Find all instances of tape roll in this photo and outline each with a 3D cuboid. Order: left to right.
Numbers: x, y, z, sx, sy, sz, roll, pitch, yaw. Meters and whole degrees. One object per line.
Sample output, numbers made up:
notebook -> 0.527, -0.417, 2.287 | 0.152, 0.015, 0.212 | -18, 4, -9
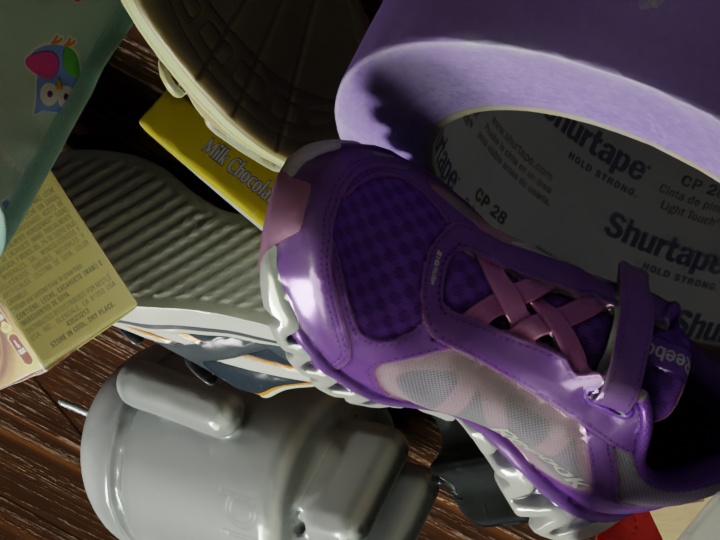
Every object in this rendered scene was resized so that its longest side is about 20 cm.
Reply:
tape roll -> 0.098, -0.045, 0.802 | 0.200, 0.085, 0.200 | 24, 160, 9

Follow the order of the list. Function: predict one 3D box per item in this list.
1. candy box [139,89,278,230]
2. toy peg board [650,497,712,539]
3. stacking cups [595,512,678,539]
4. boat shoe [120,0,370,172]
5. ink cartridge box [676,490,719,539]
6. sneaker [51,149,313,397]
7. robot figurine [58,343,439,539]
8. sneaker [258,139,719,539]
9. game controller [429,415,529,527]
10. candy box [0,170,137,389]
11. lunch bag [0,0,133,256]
candy box -> 0.000, 0.000, 1.001 | 0.200, 0.026, 0.102 | 39, 177, 41
toy peg board -> 0.222, 0.111, 0.884 | 0.200, 0.098, 0.200 | -15, 103, 53
stacking cups -> 0.167, 0.148, 1.000 | 0.060, 0.061, 0.200 | 4, 148, 47
boat shoe -> -0.023, -0.068, 0.922 | 0.063, 0.073, 0.200 | 8, 162, 48
ink cartridge box -> 0.147, 0.130, 0.794 | 0.200, 0.067, 0.117 | 42, -170, 19
sneaker -> -0.070, 0.008, 1.146 | 0.200, 0.079, 0.079 | 18, 157, 25
robot figurine -> -0.061, 0.099, 1.301 | 0.200, 0.113, 0.170 | 12, 150, 35
sneaker -> 0.054, 0.021, 0.796 | 0.088, 0.081, 0.200 | -3, 151, 45
game controller -> 0.075, 0.051, 1.054 | 0.042, 0.105, 0.200 | -4, 174, -23
candy box -> -0.184, -0.046, 1.079 | 0.200, 0.055, 0.115 | 56, 154, -5
lunch bag -> -0.197, -0.069, 0.943 | 0.170, 0.200, 0.122 | 37, 158, -22
